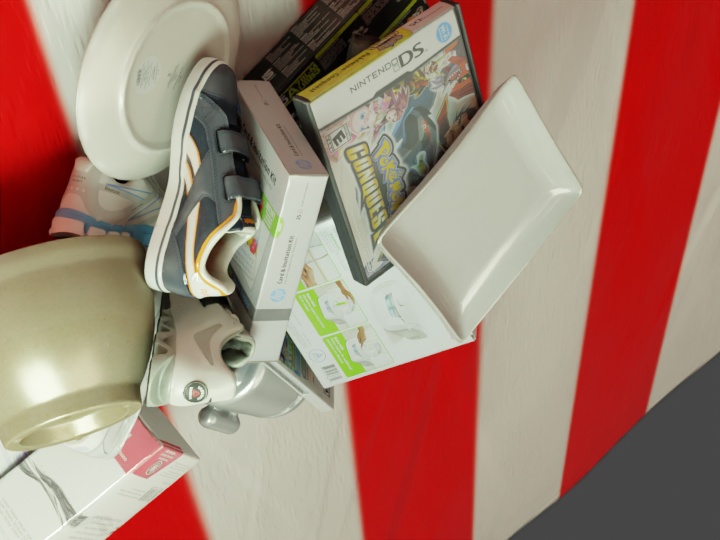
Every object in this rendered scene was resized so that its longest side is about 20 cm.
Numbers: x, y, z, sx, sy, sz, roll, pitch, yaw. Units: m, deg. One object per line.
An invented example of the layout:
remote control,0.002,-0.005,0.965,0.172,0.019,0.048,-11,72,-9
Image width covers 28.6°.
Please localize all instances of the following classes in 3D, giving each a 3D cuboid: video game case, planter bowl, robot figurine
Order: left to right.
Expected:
planter bowl,-0.258,0.071,1.187,0.199,0.135,0.200,-19,168,-4
robot figurine,-0.120,0.098,1.530,0.170,0.113,0.200,-60,152,1
video game case,-0.078,0.047,1.482,0.018,0.144,0.200,-13,149,21
video game case,0.040,-0.114,1.271,0.180,0.025,0.201,-36,128,-24

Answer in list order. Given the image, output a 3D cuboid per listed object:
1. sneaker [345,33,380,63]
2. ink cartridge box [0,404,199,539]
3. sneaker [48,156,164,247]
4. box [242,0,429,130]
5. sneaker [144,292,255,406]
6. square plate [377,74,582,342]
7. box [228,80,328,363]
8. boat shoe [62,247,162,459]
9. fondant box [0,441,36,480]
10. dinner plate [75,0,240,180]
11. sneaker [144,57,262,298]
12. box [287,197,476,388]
sneaker,0.046,-0.171,1.321,0.200,0.090,0.076,24,70,-66
ink cartridge box,-0.274,0.214,1.389,0.200,0.085,0.146,-41,165,-3
sneaker,-0.197,-0.063,1.261,0.200,0.075,0.087,5,95,-70
box,-0.010,-0.193,1.377,0.200,0.048,0.193,-46,151,0
sneaker,-0.136,0.056,1.236,0.088,0.200,0.074,6,123,-7
square plate,0.112,-0.056,1.324,0.200,0.028,0.198,-51,139,-8
box,-0.093,-0.043,1.258,0.041,0.156,0.201,-1,127,-27
boat shoe,-0.215,0.078,1.306,0.069,0.072,0.201,42,57,-55
fondant box,-0.397,0.173,1.293,0.200,0.058,0.145,-36,151,-23
dinner plate,-0.159,-0.165,1.173,0.200,0.024,0.201,-41,145,-37
sneaker,-0.118,-0.074,1.183,0.078,0.079,0.201,2,100,-71
box,0.000,0.000,1.422,0.176,0.097,0.200,-20,124,18
